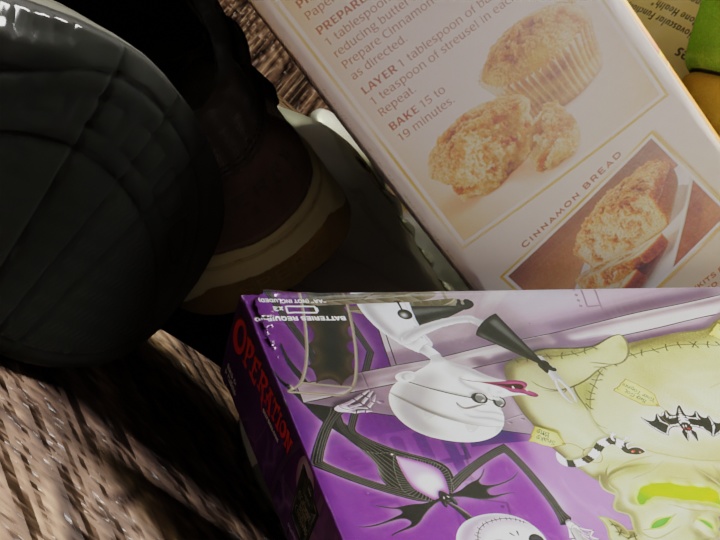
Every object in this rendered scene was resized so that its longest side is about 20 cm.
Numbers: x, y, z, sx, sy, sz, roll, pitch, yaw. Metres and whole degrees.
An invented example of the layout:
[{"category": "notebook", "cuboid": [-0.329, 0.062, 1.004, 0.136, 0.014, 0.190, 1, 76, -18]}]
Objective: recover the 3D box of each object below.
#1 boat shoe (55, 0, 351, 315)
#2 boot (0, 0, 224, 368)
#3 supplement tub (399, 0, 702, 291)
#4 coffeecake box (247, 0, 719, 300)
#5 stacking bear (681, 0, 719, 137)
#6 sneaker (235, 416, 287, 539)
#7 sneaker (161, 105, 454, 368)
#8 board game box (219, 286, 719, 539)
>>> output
[{"category": "boat shoe", "cuboid": [-0.069, -0.062, 0.782, 0.201, 0.072, 0.066, 44, -21, 48]}, {"category": "boot", "cuboid": [-0.127, -0.064, 0.661, 0.154, 0.074, 0.204, 39, 1, 37]}, {"category": "supplement tub", "cuboid": [0.089, -0.003, 0.908, 0.145, 0.200, 0.145, 38, -11, 9]}, {"category": "coffeecake box", "cuboid": [0.004, -0.084, 0.725, 0.200, 0.073, 0.154, 51, 3, -32]}, {"category": "stacking bear", "cuboid": [0.132, -0.029, 0.790, 0.121, 0.200, 0.114, 26, -1, -37]}, {"category": "sneaker", "cuboid": [0.053, 0.071, 0.720, 0.200, 0.088, 0.076, 43, 5, 38]}, {"category": "sneaker", "cuboid": [0.000, 0.000, 0.819, 0.200, 0.085, 0.073, 36, -39, 18]}, {"category": "board game box", "cuboid": [0.080, 0.049, 0.657, 0.200, 0.032, 0.120, -1, 43, -22]}]
